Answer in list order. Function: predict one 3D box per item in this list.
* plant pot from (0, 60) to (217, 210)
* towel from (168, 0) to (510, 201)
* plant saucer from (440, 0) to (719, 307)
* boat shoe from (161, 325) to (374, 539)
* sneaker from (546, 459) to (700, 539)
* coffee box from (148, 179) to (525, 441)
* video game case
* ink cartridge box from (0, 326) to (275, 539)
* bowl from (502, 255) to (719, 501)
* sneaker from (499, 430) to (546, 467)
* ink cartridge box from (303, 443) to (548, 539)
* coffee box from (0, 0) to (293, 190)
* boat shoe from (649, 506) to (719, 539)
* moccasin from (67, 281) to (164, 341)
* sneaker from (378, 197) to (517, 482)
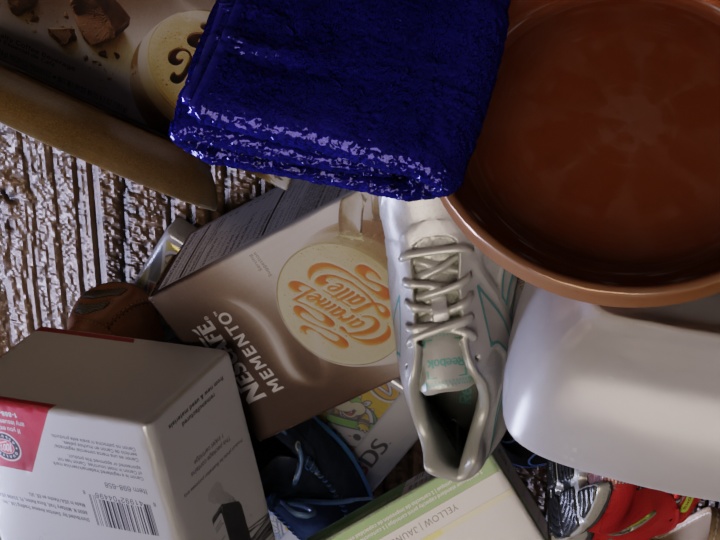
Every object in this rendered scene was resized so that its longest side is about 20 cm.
[{"bbox_3d":[-0.164,-0.085,1.003,0.200,0.200,0.028,25,92,2],"label":"plant pot"},{"bbox_3d":[0.001,-0.136,0.879,0.147,0.200,0.050,10,158,14],"label":"towel"},{"bbox_3d":[0.128,-0.073,0.883,0.200,0.201,0.032,14,156,11],"label":"plant saucer"},{"bbox_3d":[-0.066,0.113,1.132,0.084,0.069,0.200,-27,113,34],"label":"boat shoe"},{"bbox_3d":[0.141,0.107,0.978,0.085,0.077,0.200,-2,168,5],"label":"sneaker"},{"bbox_3d":[0.000,0.000,1.033,0.200,0.080,0.114,-27,111,26],"label":"coffee box"},{"bbox_3d":[-0.072,0.082,1.171,0.200,0.023,0.182,34,129,-4],"label":"video game case"},{"bbox_3d":[-0.132,0.144,1.066,0.144,0.084,0.200,6,120,32],"label":"ink cartridge box"},{"bbox_3d":[0.177,0.014,0.907,0.200,0.200,0.075,9,133,10],"label":"bowl"},{"bbox_3d":[0.135,0.064,1.041,0.070,0.078,0.200,36,129,-8],"label":"sneaker"},{"bbox_3d":[0.067,0.218,1.097,0.145,0.048,0.200,-31,94,10],"label":"ink cartridge box"},{"bbox_3d":[-0.102,-0.143,0.983,0.200,0.080,0.113,25,130,2],"label":"coffee box"},{"bbox_3d":[0.160,0.202,1.134,0.069,0.074,0.200,30,130,-9],"label":"boat shoe"},{"bbox_3d":[-0.129,0.106,1.144,0.074,0.078,0.202,0,124,23],"label":"moccasin"},{"bbox_3d":[0.048,0.017,0.938,0.070,0.080,0.201,-4,117,15],"label":"sneaker"}]
